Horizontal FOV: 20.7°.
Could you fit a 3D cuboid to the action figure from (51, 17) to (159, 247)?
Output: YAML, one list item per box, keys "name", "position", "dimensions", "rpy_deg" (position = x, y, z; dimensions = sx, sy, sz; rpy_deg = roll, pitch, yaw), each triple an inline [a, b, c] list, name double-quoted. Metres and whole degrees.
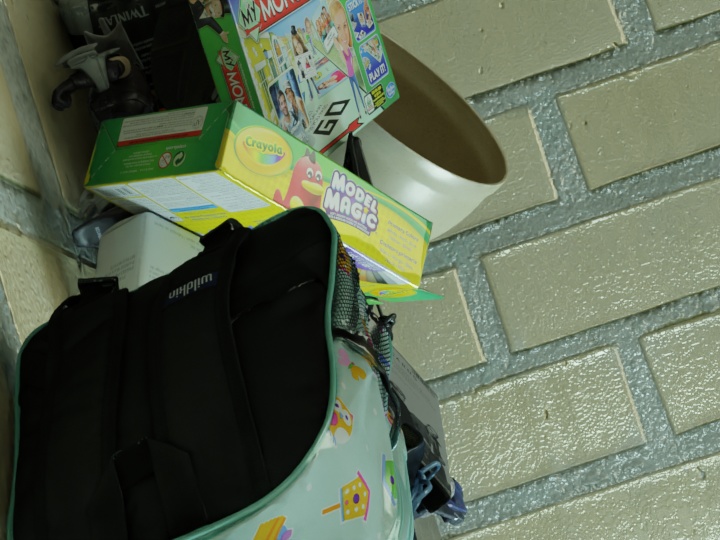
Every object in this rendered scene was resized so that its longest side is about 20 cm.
- name: "action figure"
  position: [-0.150, -0.076, 1.245]
  dimensions: [0.130, 0.069, 0.200]
  rpy_deg: [59, 7, -40]

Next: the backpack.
- name: "backpack"
  position: [-0.062, 0.091, 0.870]
  dimensions: [0.200, 0.175, 0.154]
  rpy_deg: [-93, 160, -62]

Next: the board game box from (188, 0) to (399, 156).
- name: "board game box"
  position: [-0.039, -0.143, 1.259]
  dimensions: [0.200, 0.029, 0.135]
  rpy_deg: [-45, 122, -59]

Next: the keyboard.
- name: "keyboard"
  position: [0.000, 0.000, 1.318]
  dimensions: [0.200, 0.021, 0.127]
  rpy_deg: [98, -23, -70]

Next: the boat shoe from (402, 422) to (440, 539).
- name: "boat shoe"
  position: [0.012, 0.124, 1.279]
  dimensions: [0.084, 0.069, 0.200]
  rpy_deg: [-99, 169, -65]

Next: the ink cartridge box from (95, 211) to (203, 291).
- name: "ink cartridge box"
  position: [-0.082, 0.084, 1.123]
  dimensions: [0.162, 0.057, 0.200]
  rpy_deg: [27, 54, -34]

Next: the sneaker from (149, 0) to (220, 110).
- name: "sneaker"
  position: [-0.066, -0.171, 1.305]
  dimensions: [0.115, 0.076, 0.201]
  rpy_deg: [36, 55, -42]

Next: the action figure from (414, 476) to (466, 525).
- name: "action figure"
  position: [0.007, 0.188, 1.427]
  dimensions: [0.200, 0.104, 0.194]
  rpy_deg: [40, 36, -56]

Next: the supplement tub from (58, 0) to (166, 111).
- name: "supplement tub"
  position: [-0.124, -0.125, 1.388]
  dimensions: [0.123, 0.122, 0.200]
  rpy_deg: [-98, 169, -71]

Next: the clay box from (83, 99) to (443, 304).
- name: "clay box"
  position: [-0.048, -0.033, 1.147]
  dimensions: [0.200, 0.115, 0.048]
  rpy_deg: [29, 66, -43]

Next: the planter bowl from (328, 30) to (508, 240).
- name: "planter bowl"
  position: [-0.006, -0.087, 1.506]
  dimensions: [0.200, 0.135, 0.200]
  rpy_deg: [34, 22, -16]

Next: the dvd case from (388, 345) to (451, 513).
- name: "dvd case"
  position: [0.007, 0.078, 1.415]
  dimensions: [0.150, 0.025, 0.200]
  rpy_deg: [49, 9, -12]
